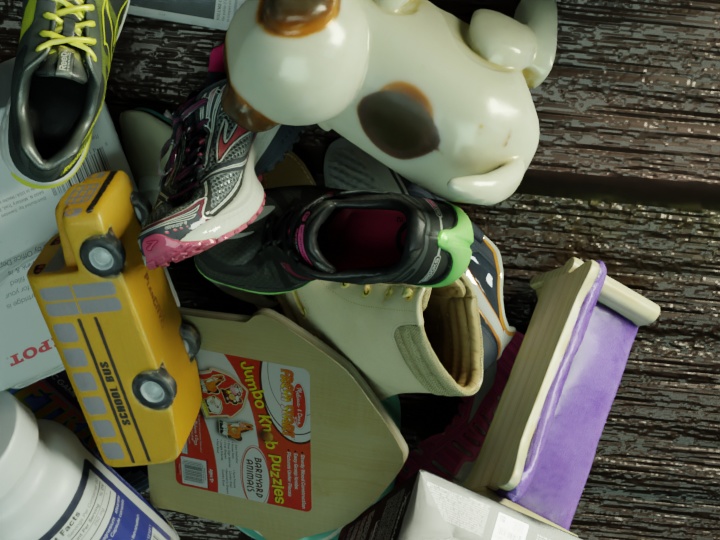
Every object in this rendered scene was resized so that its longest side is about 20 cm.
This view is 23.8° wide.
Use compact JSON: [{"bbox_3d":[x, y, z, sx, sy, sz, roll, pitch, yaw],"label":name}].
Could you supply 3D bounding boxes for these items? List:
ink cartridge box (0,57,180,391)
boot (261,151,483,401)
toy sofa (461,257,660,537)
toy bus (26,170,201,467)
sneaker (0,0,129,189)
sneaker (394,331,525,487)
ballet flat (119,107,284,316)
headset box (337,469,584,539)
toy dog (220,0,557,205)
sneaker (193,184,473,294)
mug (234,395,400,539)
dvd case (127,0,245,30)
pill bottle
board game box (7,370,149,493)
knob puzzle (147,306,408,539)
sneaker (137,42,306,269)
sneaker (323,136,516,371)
[{"bbox_3d":[-0.229,-0.038,1.194,0.145,0.083,0.200,-24,122,-12],"label":"ink cartridge box"},{"bbox_3d":[0.000,0.000,1.178,0.155,0.073,0.201,-9,103,49],"label":"boot"},{"bbox_3d":[0.146,0.096,1.223,0.083,0.200,0.098,29,159,-16],"label":"toy sofa"},{"bbox_3d":[-0.164,0.034,1.155,0.078,0.065,0.200,-6,121,18],"label":"toy bus"},{"bbox_3d":[-0.181,-0.148,1.078,0.074,0.085,0.201,6,95,-16],"label":"sneaker"},{"bbox_3d":[0.099,0.150,1.319,0.088,0.081,0.200,30,98,-26],"label":"sneaker"},{"bbox_3d":[-0.107,-0.033,1.230,0.069,0.070,0.200,-35,116,26],"label":"ballet flat"},{"bbox_3d":[0.064,0.225,1.214,0.148,0.075,0.200,25,153,-9],"label":"headset box"},{"bbox_3d":[0.008,-0.119,1.095,0.199,0.194,0.140,18,138,-17],"label":"toy dog"},{"bbox_3d":[-0.027,-0.026,1.102,0.199,0.077,0.084,-4,169,29],"label":"sneaker"},{"bbox_3d":[-0.061,0.139,1.330,0.184,0.115,0.152,16,126,-8],"label":"mug"},{"bbox_3d":[-0.161,-0.241,1.116,0.199,0.025,0.151,9,126,-3],"label":"dvd case"},{"bbox_3d":[-0.228,0.180,1.248,0.115,0.116,0.200,-22,131,19],"label":"pill bottle"},{"bbox_3d":[-0.249,0.109,1.360,0.165,0.057,0.200,-31,118,25],"label":"board game box"},{"bbox_3d":[-0.059,0.110,1.225,0.219,0.030,0.220,10,121,16],"label":"knob puzzle"},{"bbox_3d":[-0.104,-0.075,1.127,0.080,0.200,0.075,-18,120,30],"label":"sneaker"},{"bbox_3d":[0.045,-0.016,1.238,0.078,0.079,0.200,-12,106,54],"label":"sneaker"}]
